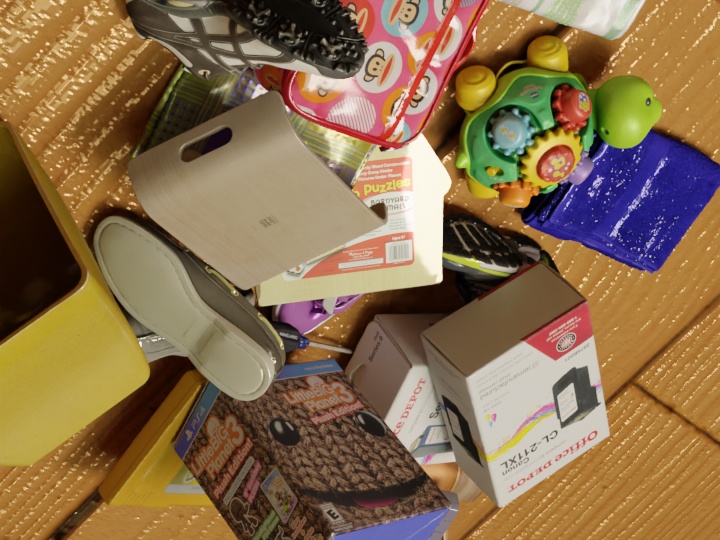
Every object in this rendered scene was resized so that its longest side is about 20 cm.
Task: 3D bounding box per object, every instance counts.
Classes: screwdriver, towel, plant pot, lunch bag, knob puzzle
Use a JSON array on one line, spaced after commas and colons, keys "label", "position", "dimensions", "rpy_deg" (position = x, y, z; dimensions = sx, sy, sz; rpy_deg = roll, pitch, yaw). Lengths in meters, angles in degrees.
[{"label": "screwdriver", "position": [-0.044, 0.074, 1.501], "dimensions": [0.028, 0.029, 0.200], "rpy_deg": [-35, 151, 21]}, {"label": "towel", "position": [0.192, -0.285, 1.356], "dimensions": [0.200, 0.031, 0.149], "rpy_deg": [10, 121, -37]}, {"label": "towel", "position": [-0.079, -0.114, 1.321], "dimensions": [0.200, 0.023, 0.144], "rpy_deg": [22, 108, -32]}, {"label": "plant pot", "position": [-0.285, 0.041, 1.241], "dimensions": [0.200, 0.200, 0.176], "rpy_deg": [-36, 143, 2]}, {"label": "lunch bag", "position": [0.023, -0.204, 1.269], "dimensions": [0.176, 0.082, 0.200], "rpy_deg": [17, 104, -38]}, {"label": "knob puzzle", "position": [-0.016, -0.073, 1.400], "dimensions": [0.220, 0.030, 0.220], "rpy_deg": [-5, 115, -11]}, {"label": "towel", "position": [0.273, -0.075, 1.577], "dimensions": [0.200, 0.050, 0.148], "rpy_deg": [19, 117, -41]}]

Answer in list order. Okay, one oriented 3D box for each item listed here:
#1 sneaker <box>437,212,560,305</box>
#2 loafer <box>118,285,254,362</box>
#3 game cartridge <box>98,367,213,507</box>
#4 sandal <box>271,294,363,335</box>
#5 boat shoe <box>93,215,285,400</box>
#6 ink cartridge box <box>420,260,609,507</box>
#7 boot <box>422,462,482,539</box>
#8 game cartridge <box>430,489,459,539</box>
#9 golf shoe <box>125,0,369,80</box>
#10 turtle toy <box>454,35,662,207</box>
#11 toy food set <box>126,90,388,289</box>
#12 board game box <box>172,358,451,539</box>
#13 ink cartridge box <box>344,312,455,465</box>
[{"label": "sneaker", "position": [0.121, 0.004, 1.529], "dimensions": [0.081, 0.074, 0.200], "rpy_deg": [-46, 142, 21]}, {"label": "loafer", "position": [-0.185, 0.044, 1.394], "dimensions": [0.200, 0.070, 0.070], "rpy_deg": [-6, 125, -37]}, {"label": "game cartridge", "position": [-0.137, 0.165, 1.519], "dimensions": [0.176, 0.032, 0.200], "rpy_deg": [-52, 149, 18]}, {"label": "sandal", "position": [-0.005, -0.003, 1.470], "dimensions": [0.203, 0.050, 0.082], "rpy_deg": [-44, 136, 10]}, {"label": "boat shoe", "position": [-0.147, 0.026, 1.342], "dimensions": [0.072, 0.202, 0.060], "rpy_deg": [-45, 180, 28]}, {"label": "ink cartridge box", "position": [0.156, 0.113, 1.516], "dimensions": [0.146, 0.083, 0.200], "rpy_deg": [-31, 134, -15]}, {"label": "boot", "position": [0.037, 0.270, 1.721], "dimensions": [0.155, 0.077, 0.200], "rpy_deg": [14, 125, -34]}, {"label": "game cartridge", "position": [-0.008, 0.264, 1.655], "dimensions": [0.200, 0.038, 0.130], "rpy_deg": [14, 135, -15]}, {"label": "golf shoe", "position": [-0.089, -0.185, 1.193], "dimensions": [0.078, 0.200, 0.095], "rpy_deg": [-58, 169, -38]}, {"label": "turtle toy", "position": [0.178, -0.132, 1.430], "dimensions": [0.200, 0.101, 0.146], "rpy_deg": [-24, 136, -12]}, {"label": "toy food set", "position": [-0.081, -0.065, 1.291], "dimensions": [0.143, 0.060, 0.200], "rpy_deg": [-24, 147, 17]}, {"label": "board game box", "position": [-0.045, 0.189, 1.430], "dimensions": [0.159, 0.200, 0.097], "rpy_deg": [-5, 135, -46]}, {"label": "ink cartridge box", "position": [0.083, 0.122, 1.601], "dimensions": [0.200, 0.088, 0.145], "rpy_deg": [2, 127, -36]}]
